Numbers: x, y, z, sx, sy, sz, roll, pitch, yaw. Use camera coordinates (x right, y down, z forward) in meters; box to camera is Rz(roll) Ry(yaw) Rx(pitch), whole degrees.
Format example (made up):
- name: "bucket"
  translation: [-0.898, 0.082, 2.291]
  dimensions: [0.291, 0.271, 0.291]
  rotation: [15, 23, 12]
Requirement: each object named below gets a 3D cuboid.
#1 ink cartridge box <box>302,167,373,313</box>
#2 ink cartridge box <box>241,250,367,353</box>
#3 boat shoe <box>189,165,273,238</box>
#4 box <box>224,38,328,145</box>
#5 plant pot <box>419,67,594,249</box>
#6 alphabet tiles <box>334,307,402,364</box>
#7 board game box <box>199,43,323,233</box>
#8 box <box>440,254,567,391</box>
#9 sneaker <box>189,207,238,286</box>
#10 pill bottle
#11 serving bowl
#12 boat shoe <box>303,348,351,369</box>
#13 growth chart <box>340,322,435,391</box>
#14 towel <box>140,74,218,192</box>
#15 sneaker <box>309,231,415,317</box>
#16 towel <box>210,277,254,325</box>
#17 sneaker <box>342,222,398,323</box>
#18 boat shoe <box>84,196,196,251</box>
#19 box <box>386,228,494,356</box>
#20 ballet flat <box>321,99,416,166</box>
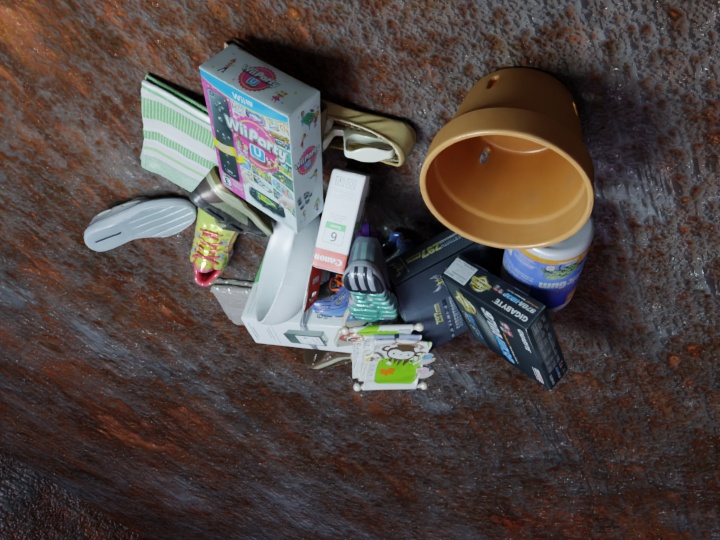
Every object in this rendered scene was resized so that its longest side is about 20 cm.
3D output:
- name: "ink cartridge box"
  translation: [-0.030, -0.040, 1.116]
  dimensions: [0.050, 0.203, 0.109]
  rotation: [13, -171, 5]
- name: "ink cartridge box"
  translation: [-0.078, 0.049, 1.337]
  dimensions: [0.197, 0.147, 0.084]
  rotation: [3, 145, 19]
- name: "boat shoe"
  translation: [-0.194, -0.093, 1.203]
  dimensions: [0.066, 0.072, 0.201]
  rotation: [-29, 158, 7]
- name: "box"
  translation: [-0.118, -0.189, 1.066]
  dimensions: [0.163, 0.021, 0.201]
  rotation: [37, 150, 14]
- name: "plant pot"
  translation: [0.181, -0.140, 0.943]
  dimensions: [0.198, 0.141, 0.201]
  rotation: [13, 146, 9]
- name: "alphabet tiles"
  translation: [0.055, 0.068, 1.261]
  dimensions: [0.194, 0.015, 0.201]
  rotation: [-2, 128, -37]
- name: "board game box"
  translation: [-0.120, -0.164, 1.013]
  dimensions: [0.147, 0.064, 0.201]
  rotation: [32, 147, 23]
- name: "box"
  translation: [0.210, 0.077, 1.155]
  dimensions: [0.158, 0.046, 0.200]
  rotation: [34, 167, 37]
- name: "sneaker"
  translation: [-0.246, -0.042, 1.332]
  dimensions: [0.077, 0.091, 0.201]
  rotation: [18, 146, 2]
- name: "pill bottle"
  translation: [0.256, -0.009, 1.125]
  dimensions: [0.111, 0.113, 0.201]
  rotation: [11, 147, 10]
- name: "serving bowl"
  translation: [-0.101, -0.009, 1.221]
  dimensions: [0.065, 0.202, 0.200]
  rotation: [17, 148, -16]
- name: "boat shoe"
  translation: [-0.021, 0.140, 1.527]
  dimensions: [0.074, 0.076, 0.201]
  rotation: [14, 155, -41]
- name: "growth chart"
  translation: [0.048, 0.138, 1.256]
  dimensions: [0.143, 0.018, 0.201]
  rotation: [-5, 142, 1]
- name: "towel"
  translation: [-0.257, -0.183, 1.172]
  dimensions: [0.151, 0.024, 0.201]
  rotation: [28, 147, 1]
- name: "sneaker"
  translation: [0.000, 0.000, 1.240]
  dimensions: [0.199, 0.075, 0.079]
  rotation: [-30, 129, -6]
- name: "towel"
  translation: [-0.180, 0.069, 1.514]
  dimensions: [0.198, 0.035, 0.133]
  rotation: [4, 145, 20]
- name: "sneaker"
  translation: [0.020, 0.010, 1.125]
  dimensions: [0.073, 0.089, 0.200]
  rotation: [6, 158, 6]
- name: "boat shoe"
  translation: [-0.371, -0.094, 1.337]
  dimensions: [0.197, 0.067, 0.074]
  rotation: [-13, 137, 5]
- name: "box"
  translation: [0.128, 0.030, 1.221]
  dimensions: [0.156, 0.051, 0.201]
  rotation: [-27, 140, -5]
- name: "ballet flat"
  translation: [-0.026, -0.182, 1.049]
  dimensions: [0.197, 0.064, 0.069]
  rotation: [12, 147, 9]
